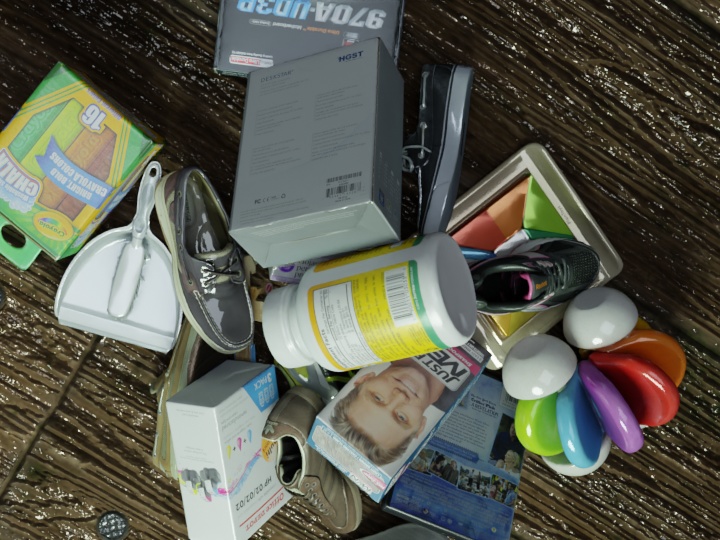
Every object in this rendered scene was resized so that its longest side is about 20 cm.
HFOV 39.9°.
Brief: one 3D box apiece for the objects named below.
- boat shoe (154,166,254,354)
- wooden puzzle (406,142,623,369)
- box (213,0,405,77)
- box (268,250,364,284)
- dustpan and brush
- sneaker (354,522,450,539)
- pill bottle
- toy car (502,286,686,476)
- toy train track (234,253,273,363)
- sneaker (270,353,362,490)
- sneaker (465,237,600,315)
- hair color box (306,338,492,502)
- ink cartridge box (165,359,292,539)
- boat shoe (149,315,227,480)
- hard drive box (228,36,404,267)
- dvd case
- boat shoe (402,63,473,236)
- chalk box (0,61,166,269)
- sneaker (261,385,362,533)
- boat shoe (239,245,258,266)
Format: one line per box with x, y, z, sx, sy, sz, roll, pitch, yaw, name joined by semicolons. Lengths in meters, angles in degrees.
-0.157;-0.012;1.027;0.071;0.065;0.202;-17;89;-29;boat shoe
0.175;-0.014;1.122;0.199;0.037;0.186;-37;98;0;wooden puzzle
-0.053;-0.282;1.069;0.197;0.046;0.161;7;95;-6;box
0.000;0.000;1.067;0.198;0.042;0.039;11;122;-16;box
-0.245;-0.019;1.071;0.138;0.057;0.202;16;92;-6;dustpan and brush
0.049;0.343;1.097;0.199;0.071;0.099;-25;113;42;sneaker
0.006;0.038;0.985;0.198;0.113;0.114;-15;98;25;pill bottle
0.263;0.134;1.066;0.199;0.150;0.176;-35;118;-11;toy car
-0.122;0.079;1.101;0.114;0.032;0.203;9;108;34;toy train track
-0.032;0.156;1.114;0.076;0.075;0.202;-17;101;28;sneaker
0.178;0.015;1.056;0.198;0.086;0.081;-15;99;-21;sneaker
0.044;0.134;1.049;0.100;0.061;0.200;37;54;12;hair color box
-0.134;0.212;1.058;0.067;0.115;0.202;3;109;28;ink cartridge box
-0.199;0.130;1.088;0.075;0.071;0.203;13;96;26;boat shoe
-0.040;-0.118;0.995;0.154;0.077;0.202;-10;59;22;hard drive box
0.111;0.194;1.085;0.141;0.018;0.201;22;55;-5;dvd case
0.076;-0.129;1.080;0.067;0.074;0.202;8;89;12;boat shoe
-0.315;-0.095;1.026;0.124;0.124;0.201;39;91;-7;chalk box
-0.060;0.222;1.080;0.075;0.070;0.202;-41;125;-37;sneaker
-0.053;-0.078;1.079;0.200;0.072;0.061;-31;99;5;boat shoe
